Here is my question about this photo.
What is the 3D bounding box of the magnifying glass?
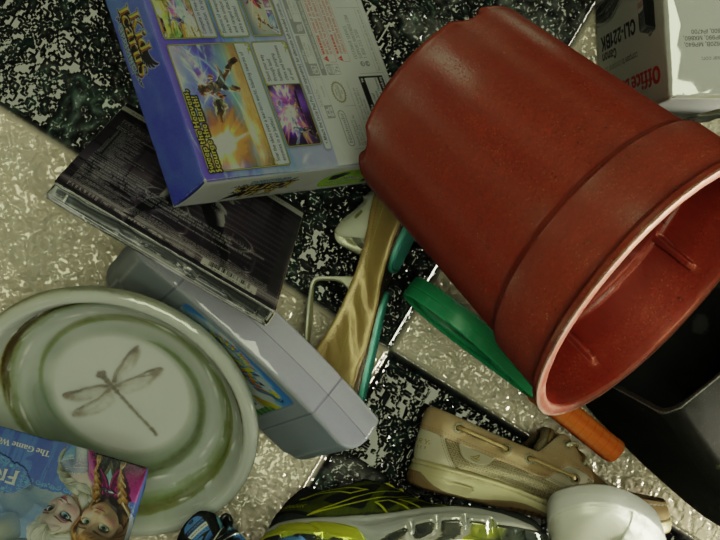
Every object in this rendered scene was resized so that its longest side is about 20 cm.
[{"bbox_3d":[0.111,0.071,0.971,0.200,0.080,0.022,41,84,-13],"label":"magnifying glass"}]

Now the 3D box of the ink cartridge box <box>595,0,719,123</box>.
[{"bbox_3d":[0.224,-0.209,0.955,0.083,0.144,0.201,-4,90,-8],"label":"ink cartridge box"}]

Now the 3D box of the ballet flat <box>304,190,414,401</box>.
[{"bbox_3d":[0.000,0.000,0.957,0.063,0.069,0.201,18,85,7],"label":"ballet flat"}]

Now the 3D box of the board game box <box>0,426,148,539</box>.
[{"bbox_3d":[-0.255,0.190,0.837,0.199,0.043,0.200,16,59,-3],"label":"board game box"}]

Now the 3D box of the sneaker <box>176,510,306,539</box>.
[{"bbox_3d":[-0.093,0.200,0.879,0.078,0.200,0.090,-17,78,-36],"label":"sneaker"}]

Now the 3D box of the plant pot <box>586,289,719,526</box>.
[{"bbox_3d":[0.283,0.085,0.946,0.199,0.200,0.178,-36,105,-8],"label":"plant pot"}]

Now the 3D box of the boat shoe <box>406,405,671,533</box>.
[{"bbox_3d":[0.135,0.146,0.973,0.199,0.071,0.065,15,83,-12],"label":"boat shoe"}]

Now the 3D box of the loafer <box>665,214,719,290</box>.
[{"bbox_3d":[0.266,-0.067,0.960,0.071,0.068,0.201,55,46,-19],"label":"loafer"}]

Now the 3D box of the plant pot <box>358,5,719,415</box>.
[{"bbox_3d":[0.114,-0.049,0.841,0.201,0.201,0.195,-42,65,-8],"label":"plant pot"}]

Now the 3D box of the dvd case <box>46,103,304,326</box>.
[{"bbox_3d":[-0.111,-0.042,0.873,0.148,0.200,0.016,31,109,-8],"label":"dvd case"}]

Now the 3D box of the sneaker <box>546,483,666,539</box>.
[{"bbox_3d":[0.183,0.223,0.926,0.073,0.085,0.200,-17,132,19],"label":"sneaker"}]

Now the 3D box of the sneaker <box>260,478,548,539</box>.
[{"bbox_3d":[0.029,0.175,0.929,0.199,0.085,0.075,0,117,5],"label":"sneaker"}]

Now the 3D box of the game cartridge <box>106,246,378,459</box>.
[{"bbox_3d":[-0.082,0.050,0.905,0.200,0.133,0.041,43,65,-6],"label":"game cartridge"}]

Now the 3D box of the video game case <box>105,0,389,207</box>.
[{"bbox_3d":[-0.070,-0.148,0.892,0.181,0.045,0.201,-10,76,-42],"label":"video game case"}]

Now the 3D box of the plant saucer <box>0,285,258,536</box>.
[{"bbox_3d":[-0.163,0.088,0.908,0.199,0.050,0.201,4,121,6],"label":"plant saucer"}]
